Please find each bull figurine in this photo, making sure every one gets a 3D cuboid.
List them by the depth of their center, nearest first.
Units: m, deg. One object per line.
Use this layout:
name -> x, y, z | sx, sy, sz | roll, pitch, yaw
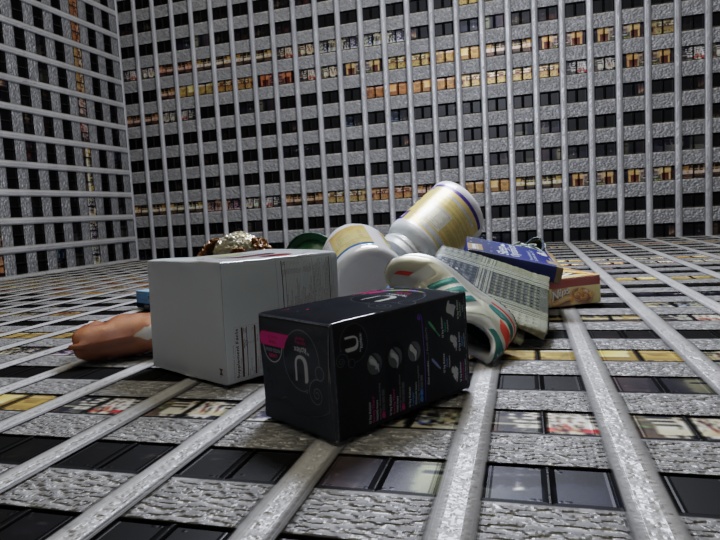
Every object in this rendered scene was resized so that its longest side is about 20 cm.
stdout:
bull figurine -> -0.344, 0.098, 0.922 | 0.194, 0.067, 0.121 | -3, 1, -20

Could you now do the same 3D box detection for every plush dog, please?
plush dog -> -0.211, 0.018, 1.068 | 0.194, 0.178, 0.160 | -2, 5, 20

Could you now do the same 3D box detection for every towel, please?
towel -> 0.193, 0.033, 0.906 | 0.195, 0.035, 0.193 | 17, 28, 12

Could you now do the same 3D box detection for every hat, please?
hat -> -0.132, 0.047, 1.185 | 0.201, 0.165, 0.176 | -51, -3, 40

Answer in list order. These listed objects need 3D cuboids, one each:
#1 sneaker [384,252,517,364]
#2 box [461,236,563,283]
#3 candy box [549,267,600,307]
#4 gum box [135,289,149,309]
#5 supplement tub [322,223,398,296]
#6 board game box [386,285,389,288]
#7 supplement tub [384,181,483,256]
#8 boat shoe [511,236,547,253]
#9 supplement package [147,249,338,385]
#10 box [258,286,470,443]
sneaker -> 0.108, 0.050, 0.775 | 0.197, 0.072, 0.093 | 33, 32, 13
box -> 0.250, -0.024, 1.055 | 0.194, 0.033, 0.121 | 10, 15, 6
candy box -> 0.380, 0.030, 1.189 | 0.112, 0.057, 0.200 | -6, 6, -4
gum box -> -0.420, 0.060, 1.458 | 0.167, 0.046, 0.197 | 1, 6, 43
supplement tub -> 0.000, 0.000, 1.085 | 0.140, 0.149, 0.201 | -4, 19, -8
board game box -> 0.126, 0.074, 0.886 | 0.194, 0.040, 0.159 | 14, 20, -10
supplement tub -> 0.147, -0.073, 1.238 | 0.199, 0.147, 0.144 | -41, 22, -22
boat shoe -> 0.332, -0.026, 1.187 | 0.073, 0.064, 0.198 | 2, 13, 36
supplement package -> -0.161, 0.052, 0.830 | 0.188, 0.152, 0.197 | 2, 6, 42
box -> 0.009, 0.083, 0.612 | 0.196, 0.110, 0.120 | -9, 7, -43
